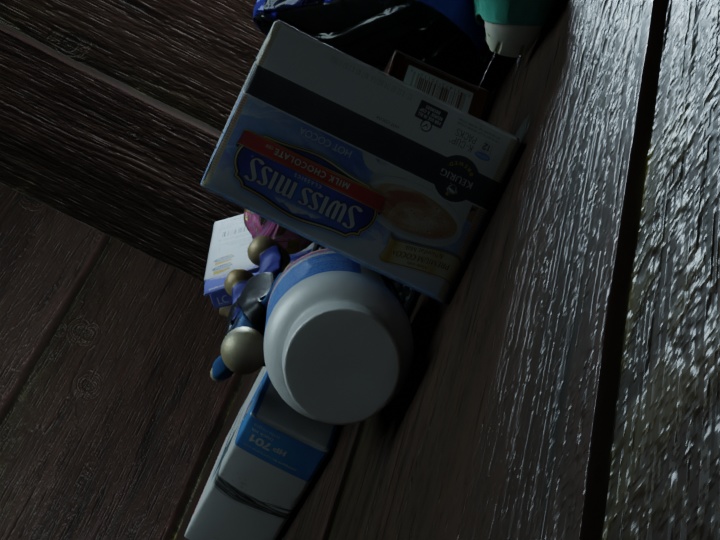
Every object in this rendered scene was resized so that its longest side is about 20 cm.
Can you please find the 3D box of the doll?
[{"bbox_3d":[-0.097,0.042,1.326,0.137,0.048,0.200,-54,14,16],"label":"doll"}]

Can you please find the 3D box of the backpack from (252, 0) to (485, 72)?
[{"bbox_3d":[0.022,-0.271,1.400,0.199,0.162,0.170,2,75,43],"label":"backpack"}]

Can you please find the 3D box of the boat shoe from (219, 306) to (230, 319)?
[{"bbox_3d":[-0.107,0.009,1.644,0.200,0.072,0.073,-72,7,-69],"label":"boat shoe"}]

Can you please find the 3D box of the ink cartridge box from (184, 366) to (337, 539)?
[{"bbox_3d":[-0.083,0.167,1.434,0.201,0.085,0.147,-59,7,39],"label":"ink cartridge box"}]

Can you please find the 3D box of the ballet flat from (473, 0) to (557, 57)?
[{"bbox_3d":[0.130,-0.217,1.270,0.200,0.067,0.071,-82,-5,-77],"label":"ballet flat"}]

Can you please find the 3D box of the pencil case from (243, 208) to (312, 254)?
[{"bbox_3d":[-0.056,-0.089,1.396,0.200,0.086,0.084,117,140,-63],"label":"pencil case"}]

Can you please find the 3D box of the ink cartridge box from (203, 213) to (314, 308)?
[{"bbox_3d":[-0.098,-0.017,1.553,0.200,0.118,0.042,-93,-14,-70],"label":"ink cartridge box"}]

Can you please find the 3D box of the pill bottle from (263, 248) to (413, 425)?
[{"bbox_3d":[-0.018,0.050,1.118,0.113,0.111,0.200,-64,5,7],"label":"pill bottle"}]

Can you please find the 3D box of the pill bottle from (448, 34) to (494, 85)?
[{"bbox_3d":[0.073,-0.224,1.531,0.120,0.119,0.201,-118,53,-84],"label":"pill bottle"}]

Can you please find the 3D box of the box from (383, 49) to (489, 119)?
[{"bbox_3d":[0.040,-0.114,1.423,0.200,0.099,0.075,125,166,-60],"label":"box"}]

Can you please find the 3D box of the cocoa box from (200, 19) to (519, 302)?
[{"bbox_3d":[-0.003,-0.080,1.112,0.132,0.199,0.133,-64,5,3],"label":"cocoa box"}]

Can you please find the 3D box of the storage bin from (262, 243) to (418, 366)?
[{"bbox_3d":[-0.001,0.006,1.307,0.201,0.093,0.135,-65,4,-14],"label":"storage bin"}]
